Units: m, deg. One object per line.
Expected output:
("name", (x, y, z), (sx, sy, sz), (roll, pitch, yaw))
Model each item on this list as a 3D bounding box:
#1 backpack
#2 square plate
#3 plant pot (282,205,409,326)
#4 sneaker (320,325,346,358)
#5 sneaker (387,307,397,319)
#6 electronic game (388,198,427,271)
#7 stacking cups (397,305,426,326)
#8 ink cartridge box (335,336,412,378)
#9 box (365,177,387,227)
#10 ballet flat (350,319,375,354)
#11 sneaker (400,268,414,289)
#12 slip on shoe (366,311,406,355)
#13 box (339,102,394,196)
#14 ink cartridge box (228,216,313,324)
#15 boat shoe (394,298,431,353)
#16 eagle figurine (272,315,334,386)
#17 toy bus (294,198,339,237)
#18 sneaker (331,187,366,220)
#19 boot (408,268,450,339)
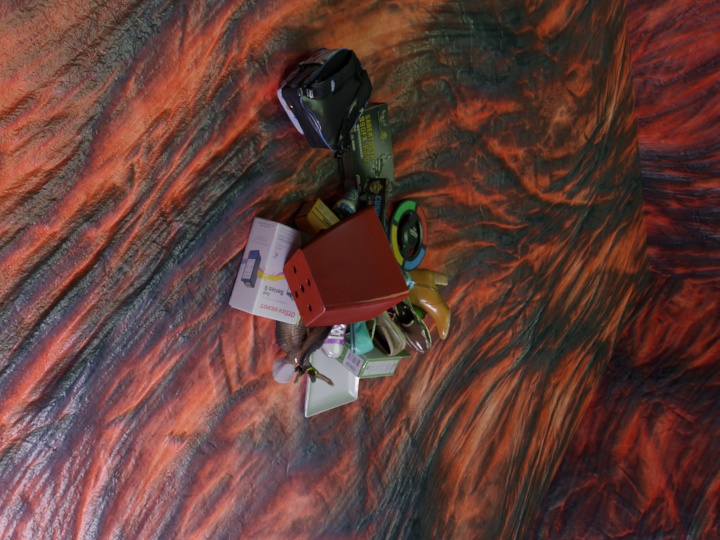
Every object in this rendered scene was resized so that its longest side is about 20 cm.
("backpack", (-0.071, -0.380, 1.349), (0.191, 0.153, 0.201), (-50, 140, -17))
("square plate", (-0.072, 0.261, 1.620), (0.199, 0.028, 0.201), (-7, 105, -49))
("plant pot", (-0.046, 0.013, 1.293), (0.174, 0.200, 0.202), (-19, 80, -28))
("sneaker", (-0.056, 0.112, 1.508), (0.072, 0.114, 0.204), (4, 84, -20))
("sneaker", (0.063, 0.121, 1.693), (0.079, 0.095, 0.201), (-54, 137, -27))
("electronic game", (0.133, -0.098, 1.738), (0.199, 0.041, 0.203), (-4, 95, -53))
("stacking cups", (0.138, 0.165, 1.818), (0.201, 0.060, 0.061), (-54, 135, -26))
("ink cartridge box", (0.034, 0.224, 1.626), (0.199, 0.103, 0.060), (5, 114, -51))
("box", (0.037, -0.080, 1.486), (0.199, 0.049, 0.202), (85, 10, -57))
("ballet flat", (0.000, 0.116, 1.562), (0.068, 0.069, 0.202), (104, -19, -58))
("sneaker", (0.099, 0.034, 1.668), (0.200, 0.085, 0.078), (27, 86, -84))
("slip on shoe", (0.036, 0.133, 1.610), (0.201, 0.076, 0.060), (54, 42, 3))
("box", (0.013, -0.300, 1.549), (0.158, 0.048, 0.203), (-30, 122, -41))
("ink cartridge box", (-0.186, 0.004, 1.367), (0.145, 0.087, 0.203), (22, 85, -51))
("boat shoe", (0.132, 0.147, 1.739), (0.204, 0.074, 0.075), (59, 13, -4))
("eagle figurine", (-0.126, 0.157, 1.444), (0.152, 0.149, 0.202), (-87, 180, -54))
("toy bus", (-0.064, -0.071, 1.464), (0.200, 0.065, 0.079), (44, 63, -25))
("sneaker", (-0.010, -0.131, 1.516), (0.200, 0.076, 0.086), (74, 37, -66))
("boot", (0.181, 0.095, 1.794), (0.142, 0.071, 0.204), (4, 75, -15))
